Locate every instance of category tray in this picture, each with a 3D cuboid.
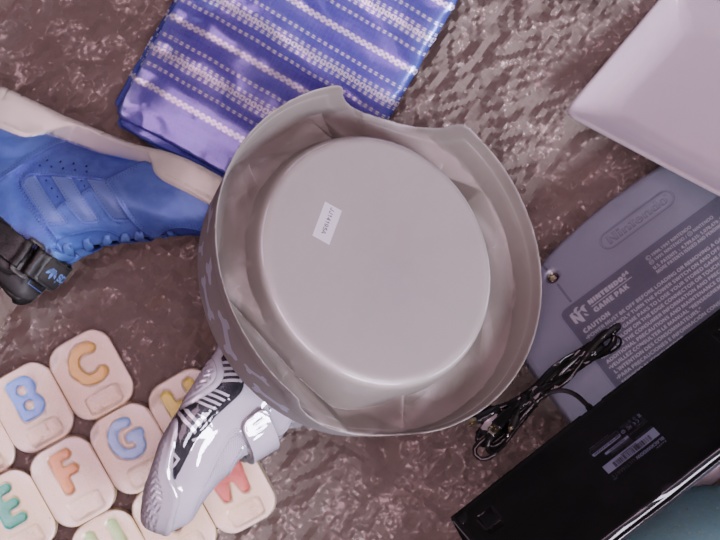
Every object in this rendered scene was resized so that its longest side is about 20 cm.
[{"bbox_3d":[0.220,-0.085,1.672,0.200,0.022,0.107,32,75,39],"label":"tray"}]

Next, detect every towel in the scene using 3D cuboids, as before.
[{"bbox_3d":[-0.038,-0.135,1.698,0.144,0.024,0.200,30,107,-1],"label":"towel"}]

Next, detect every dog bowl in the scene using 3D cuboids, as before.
[{"bbox_3d":[0.000,0.000,1.642,0.199,0.059,0.201,9,70,-25],"label":"dog bowl"}]

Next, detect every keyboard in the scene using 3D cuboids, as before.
[{"bbox_3d":[0.134,0.087,1.608,0.200,0.021,0.127,-36,50,-7],"label":"keyboard"}]

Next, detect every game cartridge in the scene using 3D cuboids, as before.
[{"bbox_3d":[0.184,0.008,1.680,0.200,0.040,0.134,-36,59,1],"label":"game cartridge"}]

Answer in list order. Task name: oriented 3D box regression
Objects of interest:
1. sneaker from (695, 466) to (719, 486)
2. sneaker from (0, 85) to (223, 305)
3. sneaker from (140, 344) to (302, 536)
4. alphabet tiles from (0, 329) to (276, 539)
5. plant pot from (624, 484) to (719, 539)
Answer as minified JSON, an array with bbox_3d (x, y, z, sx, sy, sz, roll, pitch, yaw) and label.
[{"bbox_3d":[0.230,0.043,1.700,0.200,0.075,0.082,-41,92,0],"label":"sneaker"},{"bbox_3d":[-0.151,-0.022,1.693,0.199,0.077,0.112,22,84,7],"label":"sneaker"},{"bbox_3d":[-0.038,0.079,1.690,0.115,0.075,0.200,30,78,-1],"label":"sneaker"},{"bbox_3d":[-0.155,0.144,1.729,0.199,0.015,0.196,-29,90,0],"label":"alphabet tiles"},{"bbox_3d":[0.199,0.207,1.648,0.187,0.200,0.201,-21,90,-7],"label":"plant pot"}]
